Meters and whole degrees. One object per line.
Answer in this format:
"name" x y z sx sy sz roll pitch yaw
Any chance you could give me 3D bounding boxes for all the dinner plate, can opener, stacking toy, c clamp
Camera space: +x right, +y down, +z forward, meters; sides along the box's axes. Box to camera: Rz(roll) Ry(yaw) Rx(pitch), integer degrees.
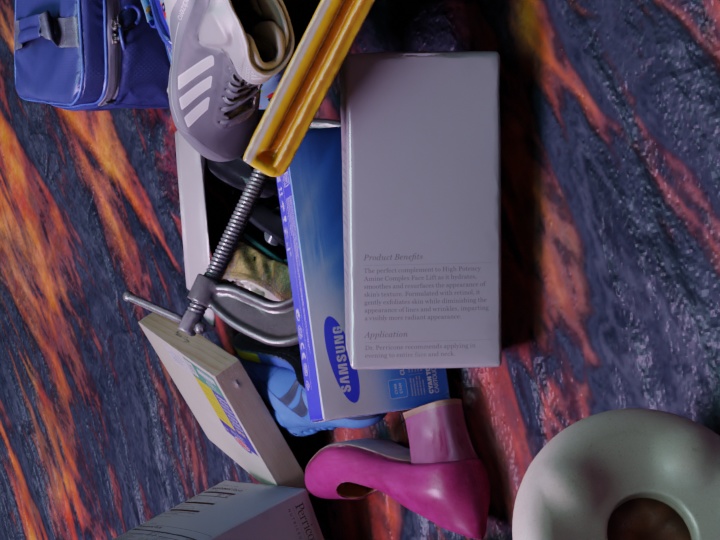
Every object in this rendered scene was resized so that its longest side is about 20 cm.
"dinner plate" -0.141 -0.052 1.351 0.200 0.024 0.202 176 90 -83
"can opener" -0.047 -0.038 1.229 0.200 0.078 0.064 36 117 41
"stacking toy" 0.144 0.178 0.904 0.200 0.145 0.147 102 151 -62
"c clamp" -0.072 -0.031 1.180 0.170 0.027 0.201 29 87 30

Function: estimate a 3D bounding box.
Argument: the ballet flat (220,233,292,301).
"ballet flat" -0.061 0.022 1.248 0.200 0.070 0.071 24 115 60

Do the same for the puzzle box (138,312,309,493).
"puzzle box" -0.114 0.110 1.323 0.200 0.025 0.134 25 145 62

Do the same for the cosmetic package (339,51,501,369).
"cosmetic package" 0.038 -0.039 1.026 0.074 0.101 0.201 -124 34 -83

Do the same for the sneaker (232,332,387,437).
"sneaker" -0.030 0.096 1.228 0.200 0.066 0.079 18 128 56

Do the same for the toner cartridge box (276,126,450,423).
"toner cartridge box" 0.000 0.000 1.111 0.043 0.094 0.201 155 107 -74

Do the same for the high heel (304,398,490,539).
"high heel" 0.020 0.163 1.135 0.200 0.067 0.097 -37 61 56

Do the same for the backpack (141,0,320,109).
"backpack" -0.106 -0.225 1.231 0.200 0.134 0.183 -53 49 53

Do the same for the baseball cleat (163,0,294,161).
"baseball cleat" -0.090 -0.137 1.104 0.106 0.070 0.201 38 154 34

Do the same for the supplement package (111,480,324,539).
"supplement package" -0.122 0.292 1.226 0.147 0.199 0.192 -9 104 59

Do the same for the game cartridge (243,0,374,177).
"game cartridge" -0.014 -0.166 1.038 0.177 0.032 0.200 -61 4 20

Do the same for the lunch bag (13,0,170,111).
"lunch bag" -0.248 -0.216 1.477 0.200 0.132 0.137 10 103 60
